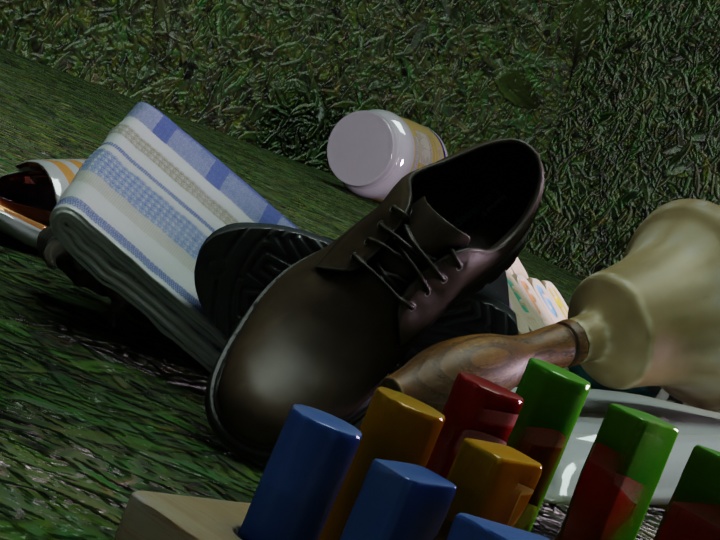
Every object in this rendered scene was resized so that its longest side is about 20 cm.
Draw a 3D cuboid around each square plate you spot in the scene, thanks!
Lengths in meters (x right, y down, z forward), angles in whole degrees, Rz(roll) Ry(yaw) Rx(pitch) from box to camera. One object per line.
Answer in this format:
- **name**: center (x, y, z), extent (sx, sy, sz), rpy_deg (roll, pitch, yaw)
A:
- **square plate**: center (0.106, 0.079, 0.950), extent (0.199, 0.029, 0.198), rpy_deg (3, 4, -34)

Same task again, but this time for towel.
- **towel**: center (-0.084, -0.013, 1.040), extent (0.147, 0.024, 0.200), rpy_deg (41, 19, -9)

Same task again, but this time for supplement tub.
- **supplement tub**: center (0.044, -0.184, 3.290), extent (0.145, 0.146, 0.200), rpy_deg (25, 5, 28)

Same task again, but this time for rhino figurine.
- **rhino figurine**: center (-0.108, -0.001, 1.093), extent (0.087, 0.060, 0.200), rpy_deg (37, 14, 25)

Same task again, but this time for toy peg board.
- **toy peg board**: center (0.064, 0.093, 0.653), extent (0.199, 0.098, 0.199), rpy_deg (26, 5, 37)

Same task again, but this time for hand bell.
- **hand bell**: center (0.089, 0.036, 0.910), extent (0.199, 0.105, 0.104), rpy_deg (-14, 28, -37)

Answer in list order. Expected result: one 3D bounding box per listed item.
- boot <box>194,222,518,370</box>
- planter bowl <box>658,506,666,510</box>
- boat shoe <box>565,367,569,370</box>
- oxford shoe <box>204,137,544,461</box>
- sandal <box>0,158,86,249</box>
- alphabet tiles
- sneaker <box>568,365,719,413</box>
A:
- **boot**: center (0.001, 0.000, 1.036), extent (0.164, 0.066, 0.200), rpy_deg (20, 15, -4)
- **planter bowl**: center (0.200, 0.087, 1.194), extent (0.200, 0.083, 0.201), rpy_deg (43, -28, 29)
- **boat shoe**: center (0.082, 0.071, 1.112), extent (0.199, 0.075, 0.068), rpy_deg (19, 12, -31)
- **oxford shoe**: center (0.007, 0.003, 0.881), extent (0.073, 0.200, 0.084), rpy_deg (42, -27, 7)
- **sandal**: center (-0.165, -0.039, 1.240), extent (0.079, 0.060, 0.206), rpy_deg (26, 6, 36)
- **alphabet tiles**: center (0.120, 0.046, 1.268), extent (0.196, 0.015, 0.200), rpy_deg (60, 14, 13)
- **sneaker**: center (0.209, 0.061, 1.069), extent (0.199, 0.080, 0.071), rpy_deg (-2, -12, -7)
